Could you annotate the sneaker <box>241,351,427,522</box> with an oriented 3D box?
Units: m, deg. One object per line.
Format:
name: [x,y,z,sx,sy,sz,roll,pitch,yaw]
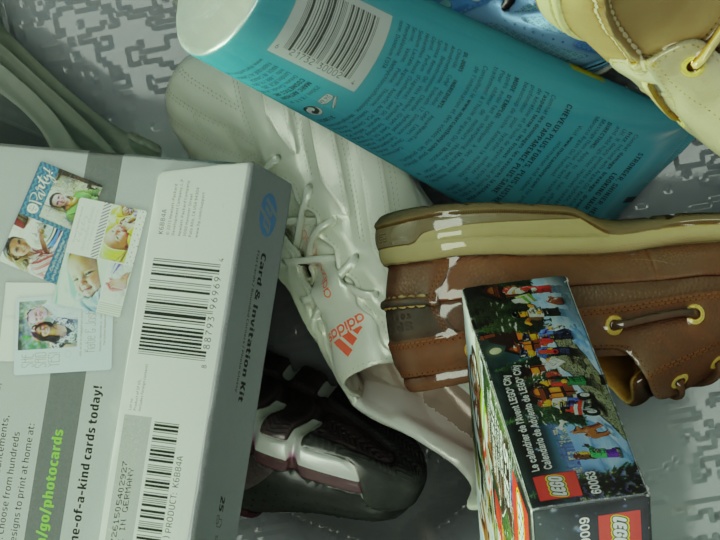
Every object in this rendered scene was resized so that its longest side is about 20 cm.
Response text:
sneaker: [-0.078,0.084,1.068,0.199,0.076,0.116,19,106,14]

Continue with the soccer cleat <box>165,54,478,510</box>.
soccer cleat: [0.000,0.000,1.029,0.200,0.078,0.069,43,143,-1]

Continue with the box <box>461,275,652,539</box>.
box: [0.067,0.122,0.933,0.038,0.137,0.201,-7,118,-3]

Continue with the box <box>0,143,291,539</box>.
box: [-0.131,0.034,0.972,0.199,0.041,0.156,5,81,21]

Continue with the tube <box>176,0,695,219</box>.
tube: [0.029,-0.060,0.992,0.200,0.050,0.077,25,121,-34]

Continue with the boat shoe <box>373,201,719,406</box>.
boat shoe: [0.101,0.014,1.003,0.199,0.072,0.068,1,85,-17]

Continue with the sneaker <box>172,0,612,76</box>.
sneaker: [0.012,-0.109,1.009,0.199,0.090,0.079,6,89,7]

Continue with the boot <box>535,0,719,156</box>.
boot: [0.145,-0.057,0.926,0.155,0.200,0.073,41,93,25]

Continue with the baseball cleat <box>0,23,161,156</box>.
baseball cleat: [-0.130,-0.027,1.050,0.200,0.070,0.107,47,115,21]
